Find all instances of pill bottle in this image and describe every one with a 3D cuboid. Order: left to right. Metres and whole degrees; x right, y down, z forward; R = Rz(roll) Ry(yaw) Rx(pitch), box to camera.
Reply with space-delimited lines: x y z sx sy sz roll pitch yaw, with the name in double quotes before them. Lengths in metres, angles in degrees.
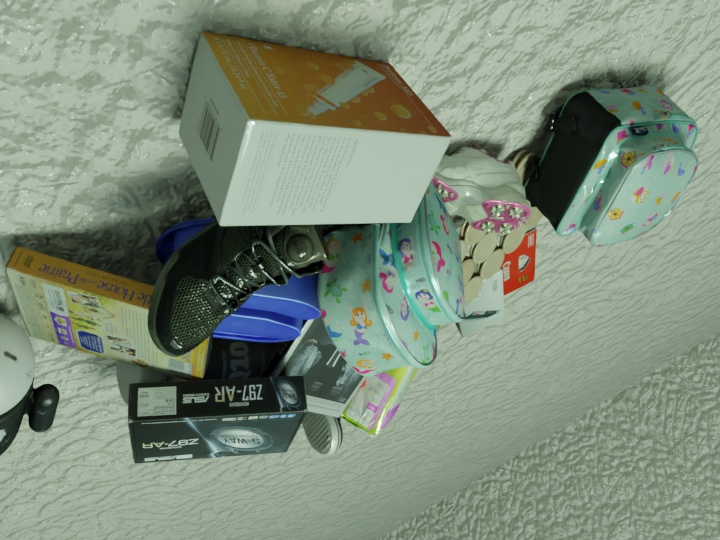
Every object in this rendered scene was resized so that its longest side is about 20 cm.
"pill bottle" -0.199 0.113 0.827 0.196 0.116 0.114 1 142 -38

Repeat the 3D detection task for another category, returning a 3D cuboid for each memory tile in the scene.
"memory tile" 0.182 -0.054 0.889 0.201 0.017 0.154 -48 145 -5

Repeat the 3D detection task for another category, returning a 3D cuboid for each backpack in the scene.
"backpack" 0.033 0.005 0.696 0.146 0.205 0.179 -8 141 25
"backpack" 0.332 -0.135 0.826 0.196 0.154 0.179 -20 141 -31

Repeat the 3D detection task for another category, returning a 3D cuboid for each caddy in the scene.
"caddy" -0.128 0.004 0.721 0.194 0.108 0.141 10 152 -25

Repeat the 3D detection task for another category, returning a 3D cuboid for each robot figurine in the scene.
"robot figurine" -0.409 0.129 0.671 0.148 0.126 0.201 -22 157 -47

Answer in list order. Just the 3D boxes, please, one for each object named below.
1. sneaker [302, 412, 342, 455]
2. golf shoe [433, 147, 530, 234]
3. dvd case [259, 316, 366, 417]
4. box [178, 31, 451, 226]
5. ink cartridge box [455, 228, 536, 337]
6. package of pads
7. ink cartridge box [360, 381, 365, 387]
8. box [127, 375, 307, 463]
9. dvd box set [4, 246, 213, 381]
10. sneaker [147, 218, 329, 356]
"sneaker" -0.060 0.219 1.044 0.077 0.200 0.081 5 109 -30
"golf shoe" 0.111 -0.108 0.781 0.194 0.094 0.075 14 150 -18
"dvd case" -0.031 0.095 0.836 0.148 0.025 0.203 22 108 -41
"box" -0.040 -0.117 0.565 0.195 0.126 0.099 -4 136 -36
"ink cartridge box" 0.236 0.029 1.124 0.170 0.044 0.201 -26 151 1
"package of pads" 0.050 0.147 1.002 0.204 0.067 0.154 -63 167 0
"ink cartridge box" -0.071 0.134 0.937 0.197 0.069 0.115 -24 143 35
"box" -0.172 0.179 0.774 0.193 0.045 0.161 1 149 -18
"dvd box set" -0.248 0.052 0.668 0.194 0.030 0.147 17 146 -7
"sneaker" -0.103 -0.005 0.583 0.200 0.112 0.077 -50 126 -28
